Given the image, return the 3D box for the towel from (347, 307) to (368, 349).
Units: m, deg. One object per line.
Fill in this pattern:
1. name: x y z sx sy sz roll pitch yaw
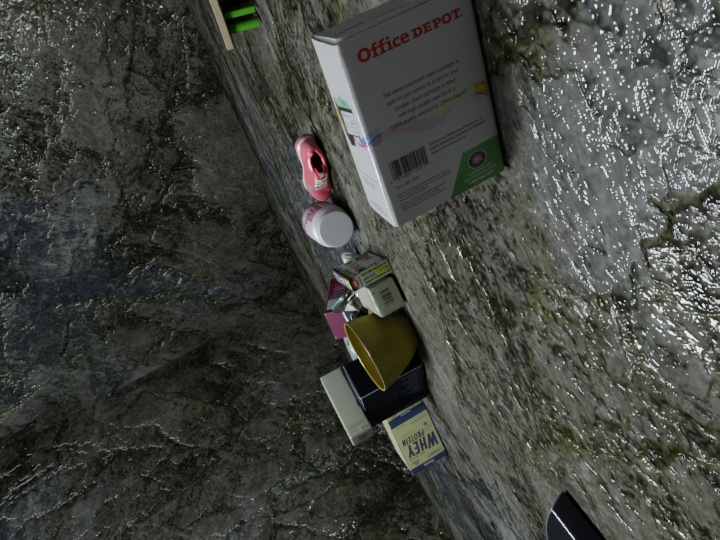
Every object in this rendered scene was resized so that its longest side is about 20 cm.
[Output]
1. towel: 0.020 0.211 1.868 0.191 0.032 0.202 51 -152 -37

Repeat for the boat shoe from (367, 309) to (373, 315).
1. boat shoe: 0.056 0.142 1.765 0.201 0.071 0.073 71 -175 -53

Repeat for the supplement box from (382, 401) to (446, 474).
1. supplement box: 0.165 0.534 2.015 0.202 0.133 0.200 65 171 -12

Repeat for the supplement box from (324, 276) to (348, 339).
1. supplement box: -0.053 0.114 1.966 0.201 0.085 0.111 -85 -23 -55

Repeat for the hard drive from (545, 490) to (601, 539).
1. hard drive: 0.369 0.476 1.018 0.135 0.042 0.201 54 167 44

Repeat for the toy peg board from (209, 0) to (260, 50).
1. toy peg board: -0.320 -0.695 1.468 0.201 0.096 0.201 78 178 -56

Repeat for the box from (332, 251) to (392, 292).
1. box: 0.000 0.000 1.515 0.035 0.109 0.200 64 171 -13

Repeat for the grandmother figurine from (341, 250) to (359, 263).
1. grandmother figurine: -0.008 0.022 1.788 0.121 0.060 0.201 39 158 48

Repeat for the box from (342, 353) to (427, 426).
1. box: 0.075 0.317 1.706 0.124 0.198 0.198 56 169 38

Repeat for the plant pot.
1. plant pot: 0.067 0.189 1.553 0.201 0.141 0.201 56 167 20

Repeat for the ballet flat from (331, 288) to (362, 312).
1. ballet flat: -0.017 0.072 1.706 0.068 0.068 0.201 43 129 11

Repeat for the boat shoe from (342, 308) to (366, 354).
1. boat shoe: -0.004 0.150 1.760 0.075 0.060 0.202 14 -131 -40

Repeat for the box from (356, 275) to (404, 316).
1. box: 0.042 0.057 1.525 0.083 0.068 0.200 64 171 -11

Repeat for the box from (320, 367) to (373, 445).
1. box: -0.039 0.384 1.689 0.201 0.068 0.082 59 170 29

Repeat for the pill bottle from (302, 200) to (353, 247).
1. pill bottle: -0.089 -0.127 1.642 0.114 0.112 0.200 65 170 -17

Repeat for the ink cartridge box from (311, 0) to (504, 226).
1. ink cartridge box: 0.054 -0.173 0.625 0.084 0.144 0.202 47 162 56

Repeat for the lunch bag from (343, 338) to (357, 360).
1. lunch bag: 0.009 0.275 2.182 0.201 0.127 0.170 55 173 -18

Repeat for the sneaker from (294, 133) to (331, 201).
1. sneaker: -0.116 -0.253 1.563 0.087 0.073 0.202 51 165 46
